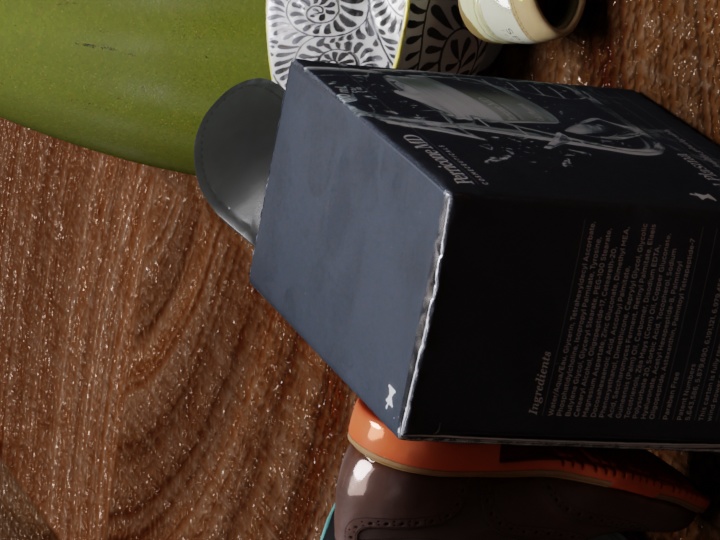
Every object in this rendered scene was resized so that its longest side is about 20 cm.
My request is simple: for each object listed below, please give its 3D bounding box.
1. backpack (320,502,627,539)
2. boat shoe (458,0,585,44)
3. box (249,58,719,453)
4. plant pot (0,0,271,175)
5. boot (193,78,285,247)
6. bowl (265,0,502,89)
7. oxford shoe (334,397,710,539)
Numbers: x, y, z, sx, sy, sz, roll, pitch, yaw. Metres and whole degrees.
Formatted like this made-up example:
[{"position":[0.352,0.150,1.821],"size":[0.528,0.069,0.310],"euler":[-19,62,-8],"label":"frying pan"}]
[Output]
[{"position":[0.061,0.188,1.459],"size":[0.176,0.153,0.201],"euler":[-56,49,46],"label":"backpack"},{"position":[0.101,-0.215,1.516],"size":[0.066,0.074,0.201],"euler":[15,104,52],"label":"boat shoe"},{"position":[0.078,-0.008,1.384],"size":[0.200,0.196,0.125],"euler":[-137,53,-59],"label":"box"},{"position":[-0.172,-0.157,1.953],"size":[0.187,0.199,0.188],"euler":[-178,90,-66],"label":"plant pot"},{"position":[0.000,0.000,1.592],"size":[0.069,0.174,0.200],"euler":[-39,54,7],"label":"boot"},{"position":[0.026,-0.156,1.637],"size":[0.201,0.094,0.202],"euler":[-177,90,-66],"label":"bowl"},{"position":[0.073,0.107,1.375],"size":[0.071,0.199,0.073],"euler":[41,116,58],"label":"oxford shoe"}]
